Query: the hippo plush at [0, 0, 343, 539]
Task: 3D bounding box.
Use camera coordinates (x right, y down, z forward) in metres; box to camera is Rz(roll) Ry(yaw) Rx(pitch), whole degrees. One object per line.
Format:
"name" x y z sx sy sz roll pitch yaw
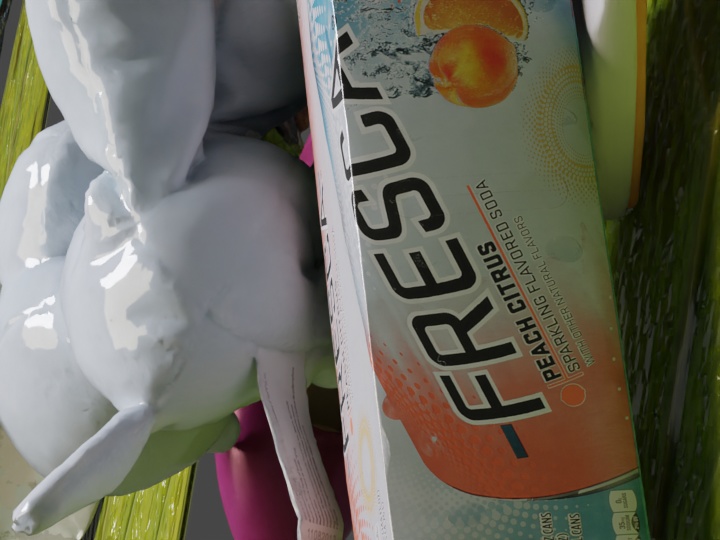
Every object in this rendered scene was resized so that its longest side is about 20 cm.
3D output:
"hippo plush" -0.037 0.008 0.764 0.161 0.158 0.201 131 141 -60

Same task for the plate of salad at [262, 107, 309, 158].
"plate of salad" -0.051 -0.104 0.985 0.200 0.048 0.201 -22 -90 -86

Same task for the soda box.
"soda box" 0.024 -0.006 0.655 0.068 0.063 0.201 108 157 -69

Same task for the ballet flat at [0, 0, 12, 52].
"ballet flat" -0.311 -0.170 2.039 0.074 0.074 0.201 142 140 -67

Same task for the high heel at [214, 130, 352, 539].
"high heel" 0.000 0.000 0.817 0.096 0.067 0.201 169 111 -74

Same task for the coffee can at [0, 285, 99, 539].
"coffee can" -0.218 0.073 1.383 0.200 0.146 0.147 -134 58 -71

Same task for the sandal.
"sandal" 0.078 -0.110 0.651 0.079 0.059 0.208 -100 5 -56
